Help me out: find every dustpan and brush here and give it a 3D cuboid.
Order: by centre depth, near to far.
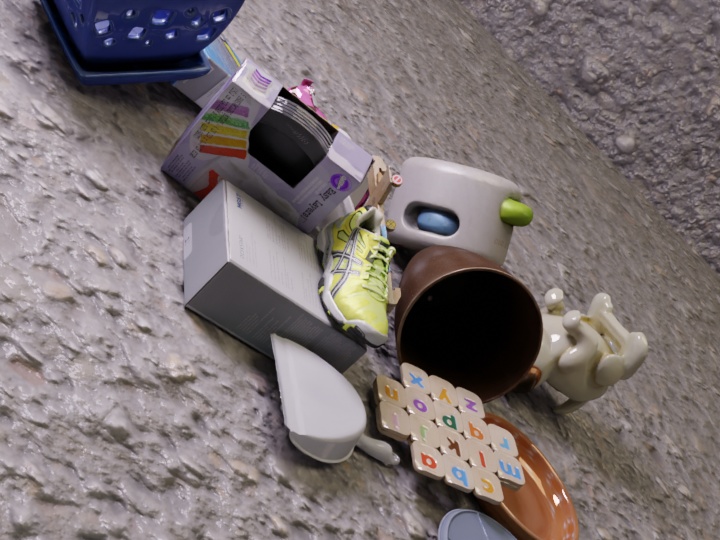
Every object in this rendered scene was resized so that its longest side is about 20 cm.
[{"bbox_3d":[-0.022,0.161,1.284,0.199,0.057,0.140,24,33,-31],"label":"dustpan and brush"}]

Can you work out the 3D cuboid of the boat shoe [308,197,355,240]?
[{"bbox_3d":[-0.060,-0.113,1.452,0.069,0.071,0.202,-88,159,-80],"label":"boat shoe"}]

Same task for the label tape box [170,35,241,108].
[{"bbox_3d":[-0.206,-0.273,1.613,0.144,0.066,0.200,59,8,25],"label":"label tape box"}]

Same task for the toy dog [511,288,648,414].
[{"bbox_3d":[0.274,0.117,1.748,0.198,0.195,0.140,4,41,-28],"label":"toy dog"}]

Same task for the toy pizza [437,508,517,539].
[{"bbox_3d":[0.147,0.347,1.297,0.200,0.032,0.201,40,24,-22],"label":"toy pizza"}]

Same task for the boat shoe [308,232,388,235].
[{"bbox_3d":[-0.028,-0.058,1.586,0.199,0.073,0.062,-8,61,-57],"label":"boat shoe"}]

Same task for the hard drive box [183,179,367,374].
[{"bbox_3d":[-0.095,0.015,1.341,0.199,0.077,0.156,35,25,-29],"label":"hard drive box"}]

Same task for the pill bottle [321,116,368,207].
[{"bbox_3d":[-0.081,-0.155,1.544,0.199,0.105,0.104,34,21,10],"label":"pill bottle"}]

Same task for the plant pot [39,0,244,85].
[{"bbox_3d":[-0.267,-0.332,1.414,0.199,0.180,0.201,-11,56,-32],"label":"plant pot"}]

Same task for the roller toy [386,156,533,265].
[{"bbox_3d":[0.130,-0.075,1.748,0.181,0.141,0.200,15,0,-21],"label":"roller toy"}]

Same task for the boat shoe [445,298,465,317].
[{"bbox_3d":[0.146,0.033,1.774,0.071,0.073,0.200,20,28,13],"label":"boat shoe"}]

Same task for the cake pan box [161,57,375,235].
[{"bbox_3d":[-0.106,-0.123,1.374,0.184,0.200,0.053,37,48,-15],"label":"cake pan box"}]

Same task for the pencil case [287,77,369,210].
[{"bbox_3d":[-0.056,-0.165,1.678,0.201,0.094,0.091,58,22,20],"label":"pencil case"}]

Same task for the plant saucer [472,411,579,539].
[{"bbox_3d":[0.190,0.266,1.496,0.200,0.037,0.201,39,25,-22],"label":"plant saucer"}]

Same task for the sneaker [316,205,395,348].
[{"bbox_3d":[0.000,0.000,1.338,0.075,0.076,0.201,32,28,-36],"label":"sneaker"}]

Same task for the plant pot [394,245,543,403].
[{"bbox_3d":[0.120,0.045,1.576,0.187,0.187,0.200,38,12,-22],"label":"plant pot"}]

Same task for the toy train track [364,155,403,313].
[{"bbox_3d":[0.034,-0.044,1.423,0.032,0.115,0.202,5,59,-18],"label":"toy train track"}]

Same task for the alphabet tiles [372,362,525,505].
[{"bbox_3d":[0.102,0.190,1.418,0.199,0.015,0.196,26,27,-19],"label":"alphabet tiles"}]
